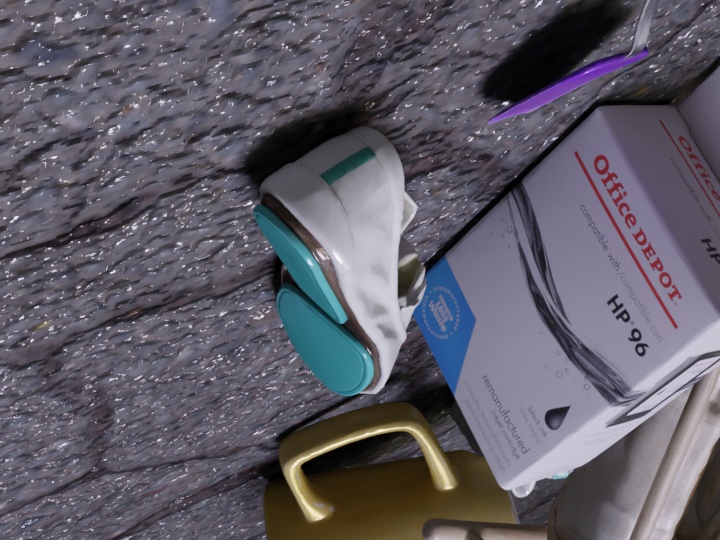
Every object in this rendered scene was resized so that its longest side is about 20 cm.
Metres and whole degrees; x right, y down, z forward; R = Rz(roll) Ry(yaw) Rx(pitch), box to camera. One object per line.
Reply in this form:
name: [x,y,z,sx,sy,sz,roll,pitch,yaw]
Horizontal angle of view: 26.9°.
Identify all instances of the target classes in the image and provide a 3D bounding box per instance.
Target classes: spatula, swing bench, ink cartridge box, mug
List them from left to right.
mug: [0.028,0.181,0.955,0.152,0.151,0.187,-18,157,4]
ink cartridge box: [0.120,0.002,0.710,0.067,0.117,0.200,-7,151,-44]
swing bench: [0.169,0.089,0.860,0.199,0.129,0.201,-1,116,-50]
spatula: [0.121,-0.113,0.560,0.200,0.021,0.056,-45,167,36]

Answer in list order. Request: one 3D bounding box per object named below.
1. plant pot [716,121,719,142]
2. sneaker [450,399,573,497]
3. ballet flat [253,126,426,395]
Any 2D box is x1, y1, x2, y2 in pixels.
plant pot: [0.251,-0.104,0.749,0.198,0.028,0.200,-24,161,-9]
sneaker: [0.112,0.088,0.958,0.075,0.089,0.200,-21,160,-12]
ballet flat: [0.000,0.000,0.638,0.069,0.070,0.200,-25,160,-6]
